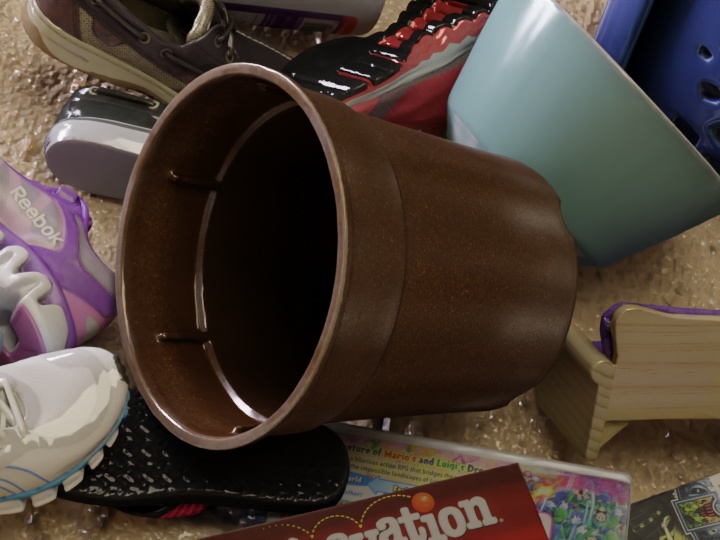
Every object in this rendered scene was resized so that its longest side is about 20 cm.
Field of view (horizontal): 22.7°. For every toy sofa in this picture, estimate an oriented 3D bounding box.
[{"bbox_3d":[0.212,0.052,1.071,0.199,0.098,0.083,0,22,-17],"label":"toy sofa"}]

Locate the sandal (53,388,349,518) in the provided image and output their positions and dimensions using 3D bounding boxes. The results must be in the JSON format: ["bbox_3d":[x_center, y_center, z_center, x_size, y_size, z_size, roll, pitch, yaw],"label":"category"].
[{"bbox_3d":[-0.106,0.107,0.982,0.199,0.045,0.075,10,52,-12],"label":"sandal"}]

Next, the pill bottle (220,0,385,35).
[{"bbox_3d":[-0.085,-0.218,1.169,0.199,0.112,0.112,4,55,-15],"label":"pill bottle"}]

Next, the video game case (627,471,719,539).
[{"bbox_3d":[0.223,0.214,1.017,0.181,0.036,0.201,-15,62,-25],"label":"video game case"}]

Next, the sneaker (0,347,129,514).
[{"bbox_3d":[-0.212,0.086,0.901,0.199,0.087,0.075,-25,61,-10],"label":"sneaker"}]

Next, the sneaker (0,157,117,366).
[{"bbox_3d":[-0.204,-0.030,1.030,0.088,0.081,0.200,-25,72,-37],"label":"sneaker"}]

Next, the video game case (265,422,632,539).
[{"bbox_3d":[0.041,0.175,0.971,0.199,0.024,0.183,9,53,4],"label":"video game case"}]

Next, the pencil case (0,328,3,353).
[{"bbox_3d":[-0.276,-0.015,0.983,0.083,0.091,0.200,-25,68,-30],"label":"pencil case"}]

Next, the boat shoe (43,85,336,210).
[{"bbox_3d":[-0.091,-0.068,1.093,0.199,0.069,0.057,15,53,-5],"label":"boat shoe"}]

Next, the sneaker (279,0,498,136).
[{"bbox_3d":[0.026,-0.112,1.149,0.200,0.087,0.074,-30,36,-28],"label":"sneaker"}]

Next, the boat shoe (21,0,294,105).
[{"bbox_3d":[-0.109,-0.143,1.113,0.199,0.065,0.072,18,41,-27],"label":"boat shoe"}]

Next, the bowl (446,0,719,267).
[{"bbox_3d":[0.128,-0.079,1.112,0.105,0.201,0.201,-43,72,6],"label":"bowl"}]

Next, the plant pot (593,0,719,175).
[{"bbox_3d":[0.274,-0.183,1.211,0.179,0.200,0.200,31,53,12],"label":"plant pot"}]

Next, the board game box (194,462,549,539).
[{"bbox_3d":[0.007,0.170,0.946,0.199,0.019,0.103,-12,54,-12],"label":"board game box"}]

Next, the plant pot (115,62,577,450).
[{"bbox_3d":[0.000,0.000,0.987,0.198,0.200,0.201,6,52,-41],"label":"plant pot"}]
